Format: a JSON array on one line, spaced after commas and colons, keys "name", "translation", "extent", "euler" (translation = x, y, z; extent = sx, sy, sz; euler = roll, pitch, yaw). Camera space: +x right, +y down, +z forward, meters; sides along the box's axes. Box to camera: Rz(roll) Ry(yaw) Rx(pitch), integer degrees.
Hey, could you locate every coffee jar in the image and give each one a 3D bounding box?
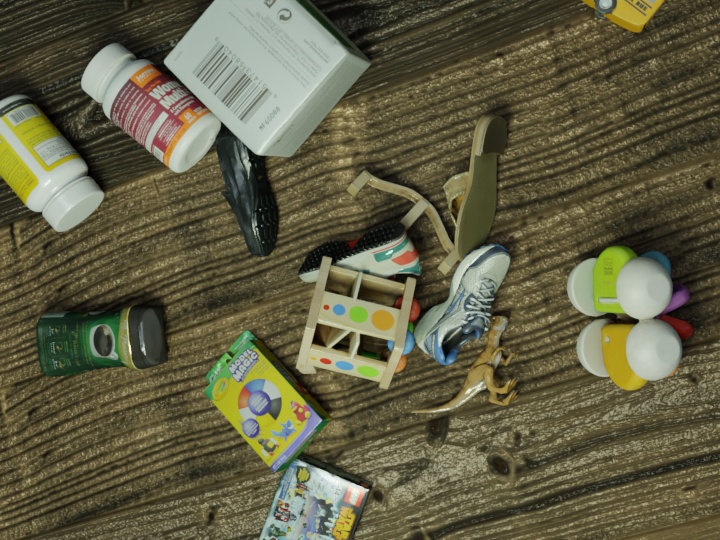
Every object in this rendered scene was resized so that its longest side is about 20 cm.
[{"name": "coffee jar", "translation": [-0.403, 0.109, 1.681], "extent": [0.199, 0.085, 0.105], "euler": [-5, 91, 13]}]

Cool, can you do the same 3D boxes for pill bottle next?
[{"name": "pill bottle", "translation": [-0.500, -0.165, 1.664], "extent": [0.114, 0.114, 0.200], "euler": [-42, 86, 12]}, {"name": "pill bottle", "translation": [-0.319, -0.249, 1.620], "extent": [0.200, 0.110, 0.110], "euler": [39, 101, 6]}]

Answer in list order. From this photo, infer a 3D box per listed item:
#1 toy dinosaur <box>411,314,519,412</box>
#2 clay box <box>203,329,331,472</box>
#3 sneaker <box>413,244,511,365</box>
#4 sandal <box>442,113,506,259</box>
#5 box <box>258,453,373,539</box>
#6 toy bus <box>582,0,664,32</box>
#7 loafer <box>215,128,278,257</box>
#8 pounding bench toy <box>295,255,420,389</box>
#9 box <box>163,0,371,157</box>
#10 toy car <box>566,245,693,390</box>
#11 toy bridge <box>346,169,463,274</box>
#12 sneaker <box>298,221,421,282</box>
[{"name": "toy dinosaur", "translation": [0.179, 0.162, 1.589], "extent": [0.106, 0.060, 0.200], "euler": [36, 96, 31]}, {"name": "clay box", "translation": [-0.153, 0.197, 1.640], "extent": [0.200, 0.048, 0.115], "euler": [44, 101, 17]}, {"name": "sneaker", "translation": [0.163, 0.056, 1.549], "extent": [0.077, 0.085, 0.200], "euler": [22, 111, -33]}, {"name": "sandal", "translation": [0.156, -0.126, 1.563], "extent": [0.070, 0.078, 0.212], "euler": [21, 104, 43]}, {"name": "box", "translation": [-0.078, 0.399, 1.663], "extent": [0.137, 0.040, 0.200], "euler": [21, 98, 9]}, {"name": "toy bus", "translation": [0.327, -0.412, 1.492], "extent": [0.200, 0.065, 0.078], "euler": [39, 101, 6]}, {"name": "loafer", "translation": [-0.175, -0.118, 1.628], "extent": [0.070, 0.068, 0.201], "euler": [-9, 96, 31]}, {"name": "pounding bench toy", "translation": [-0.004, 0.099, 1.571], "extent": [0.156, 0.200, 0.124], "euler": [14, 56, -2]}, {"name": "box", "translation": [-0.129, -0.300, 1.544], "extent": [0.199, 0.171, 0.200], "euler": [44, 101, 5]}, {"name": "toy car", "translation": [0.393, 0.060, 1.489], "extent": [0.150, 0.175, 0.201], "euler": [-11, 93, -22]}, {"name": "toy bridge", "translation": [0.076, -0.079, 1.578], "extent": [0.200, 0.027, 0.067], "euler": [40, 62, 3]}, {"name": "sneaker", "translation": [0.001, 0.000, 1.588], "extent": [0.199, 0.070, 0.093], "euler": [-19, 119, 31]}]
